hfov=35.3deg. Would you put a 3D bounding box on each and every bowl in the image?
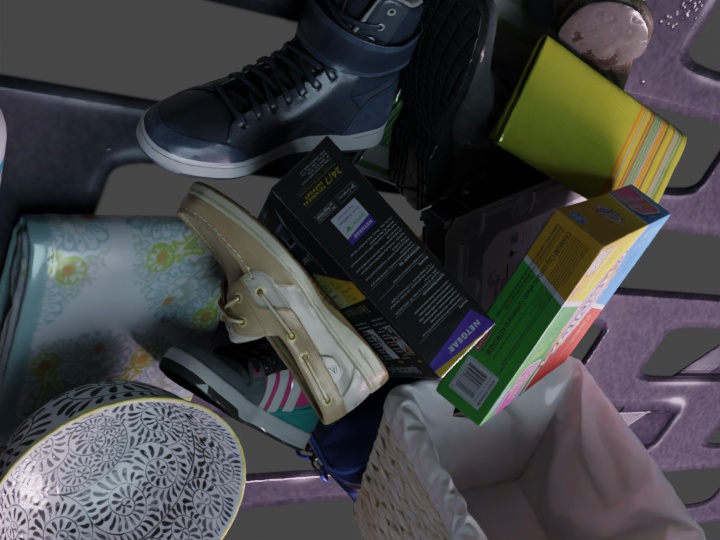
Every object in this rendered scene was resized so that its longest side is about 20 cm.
[{"bbox_3d":[-0.192,0.150,0.828,0.199,0.094,0.203,-19,129,-24],"label":"bowl"}]

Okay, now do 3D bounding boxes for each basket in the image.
[{"bbox_3d":[0.119,0.198,0.895,0.196,0.201,0.162,-6,138,-30],"label":"basket"}]

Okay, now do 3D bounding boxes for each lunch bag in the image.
[{"bbox_3d":[0.032,0.118,1.009,0.199,0.136,0.133,-32,140,-3],"label":"lunch bag"}]

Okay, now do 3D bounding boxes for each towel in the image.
[{"bbox_3d":[0.089,-0.146,0.889,0.152,0.023,0.201,16,116,-45],"label":"towel"},{"bbox_3d":[0.178,-0.101,0.864,0.199,0.018,0.087,22,94,-41],"label":"towel"},{"bbox_3d":[-0.190,0.043,0.849,0.169,0.048,0.202,-3,130,-38],"label":"towel"}]

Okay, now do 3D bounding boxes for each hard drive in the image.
[{"bbox_3d":[0.136,-0.019,0.915,0.198,0.038,0.141,-22,129,-27],"label":"hard drive"}]

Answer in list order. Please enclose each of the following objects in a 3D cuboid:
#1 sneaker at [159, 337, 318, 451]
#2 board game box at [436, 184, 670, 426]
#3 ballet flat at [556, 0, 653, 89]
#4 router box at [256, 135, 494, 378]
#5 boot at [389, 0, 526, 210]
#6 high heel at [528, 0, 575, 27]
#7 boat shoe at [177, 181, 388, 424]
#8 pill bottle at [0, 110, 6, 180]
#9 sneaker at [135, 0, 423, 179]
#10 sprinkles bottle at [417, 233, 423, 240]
[{"bbox_3d":[-0.069,0.062,0.885,0.122,0.083,0.200,-61,151,-8],"label":"sneaker"},{"bbox_3d":[0.145,0.018,0.817,0.154,0.040,0.199,-59,162,23],"label":"board game box"},{"bbox_3d":[0.183,-0.173,0.845,0.200,0.066,0.047,45,62,-76],"label":"ballet flat"},{"bbox_3d":[0.000,0.000,0.784,0.052,0.157,0.200,-43,-177,-10],"label":"router box"},{"bbox_3d":[0.096,-0.140,0.838,0.130,0.070,0.201,-22,150,-26],"label":"boot"},{"bbox_3d":[0.191,-0.281,0.809,0.141,0.071,0.202,-24,139,-29],"label":"high heel"},{"bbox_3d":[-0.065,0.027,0.803,0.069,0.074,0.200,-44,99,-12],"label":"boat shoe"},{"bbox_3d":[-0.267,-0.045,0.656,0.110,0.111,0.202,-5,131,-32],"label":"pill bottle"},{"bbox_3d":[-0.046,-0.140,0.741,0.201,0.077,0.147,-17,148,-37],"label":"sneaker"},{"bbox_3d":[0.108,-0.021,0.985,0.198,0.068,0.069,-24,139,-15],"label":"sprinkles bottle"}]
